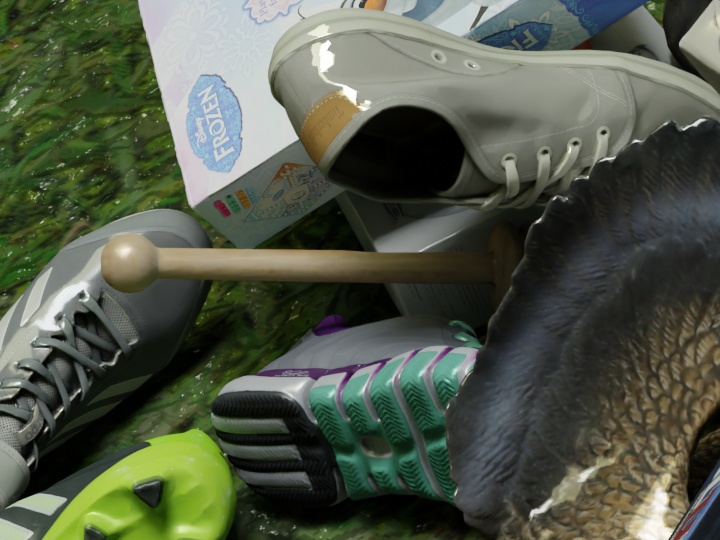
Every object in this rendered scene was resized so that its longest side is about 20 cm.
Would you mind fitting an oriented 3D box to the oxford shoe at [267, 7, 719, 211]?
[{"bbox_3d":[0.058,-0.047,1.076,0.075,0.199,0.058,-51,41,43],"label":"oxford shoe"}]

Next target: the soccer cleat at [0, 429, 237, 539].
[{"bbox_3d":[-0.134,0.122,1.107,0.199,0.068,0.081,-27,10,7],"label":"soccer cleat"}]

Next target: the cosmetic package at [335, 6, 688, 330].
[{"bbox_3d":[0.058,-0.064,1.231,0.150,0.052,0.200,-25,33,-3],"label":"cosmetic package"}]

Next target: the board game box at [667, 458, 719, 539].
[{"bbox_3d":[0.150,0.148,0.767,0.136,0.200,0.035,-51,-2,-32],"label":"board game box"}]

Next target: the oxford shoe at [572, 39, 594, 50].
[{"bbox_3d":[0.012,-0.097,1.199,0.073,0.071,0.200,-42,36,-14],"label":"oxford shoe"}]

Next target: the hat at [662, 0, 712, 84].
[{"bbox_3d":[0.169,-0.098,1.135,0.081,0.200,0.201,-58,28,18],"label":"hat"}]

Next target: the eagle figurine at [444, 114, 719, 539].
[{"bbox_3d":[0.098,0.071,0.941,0.150,0.152,0.201,25,67,2],"label":"eagle figurine"}]

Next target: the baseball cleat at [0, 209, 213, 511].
[{"bbox_3d":[-0.131,0.057,1.176,0.200,0.070,0.106,-41,23,-3],"label":"baseball cleat"}]

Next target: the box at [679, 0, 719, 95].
[{"bbox_3d":[0.202,-0.034,0.940,0.068,0.082,0.200,-51,55,3],"label":"box"}]

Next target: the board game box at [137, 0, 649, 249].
[{"bbox_3d":[0.003,-0.136,1.163,0.198,0.043,0.201,-30,48,16],"label":"board game box"}]

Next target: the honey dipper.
[{"bbox_3d":[0.000,0.000,1.113,0.199,0.038,0.038,-1,32,-11],"label":"honey dipper"}]

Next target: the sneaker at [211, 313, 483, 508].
[{"bbox_3d":[0.040,0.042,1.081,0.199,0.075,0.088,3,36,36],"label":"sneaker"}]
